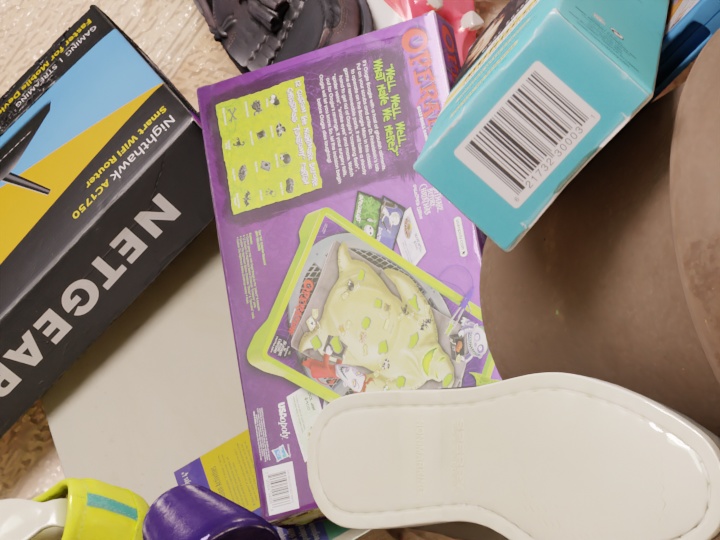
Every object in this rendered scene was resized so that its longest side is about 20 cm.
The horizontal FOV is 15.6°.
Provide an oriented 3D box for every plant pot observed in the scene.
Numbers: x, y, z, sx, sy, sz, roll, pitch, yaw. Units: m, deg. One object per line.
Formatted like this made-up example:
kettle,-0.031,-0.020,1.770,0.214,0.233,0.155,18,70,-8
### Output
plant pot,0.145,0.004,1.032,0.174,0.200,0.202,-16,52,41

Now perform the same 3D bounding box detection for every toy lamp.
toy lamp,-0.028,0.154,1.058,0.058,0.058,0.200,-43,45,-2

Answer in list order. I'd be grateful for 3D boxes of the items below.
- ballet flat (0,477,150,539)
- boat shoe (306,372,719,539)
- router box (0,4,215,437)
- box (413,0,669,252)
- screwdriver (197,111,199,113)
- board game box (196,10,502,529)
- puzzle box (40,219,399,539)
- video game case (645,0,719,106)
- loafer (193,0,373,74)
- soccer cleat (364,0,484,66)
ballet flat,-0.179,0.140,1.163,0.199,0.067,0.067,-27,52,25
boat shoe,0.069,0.075,1.003,0.201,0.060,0.073,1,87,44
router box,-0.159,-0.017,1.252,0.200,0.051,0.149,-46,36,2
box,0.075,-0.078,1.031,0.082,0.049,0.200,-48,5,18
screwdriver,-0.032,-0.098,1.287,0.200,0.028,0.029,-38,79,-6
board game box,0.000,0.000,1.131,0.119,0.032,0.202,-17,72,23
puzzle box,-0.072,0.076,1.192,0.132,0.025,0.201,-30,51,9
video game case,0.152,-0.128,1.096,0.018,0.200,0.144,36,60,-4
loafer,-0.057,-0.137,1.263,0.072,0.063,0.200,-56,32,11
soccer cleat,0.019,-0.063,1.215,0.076,0.066,0.201,-28,50,41
